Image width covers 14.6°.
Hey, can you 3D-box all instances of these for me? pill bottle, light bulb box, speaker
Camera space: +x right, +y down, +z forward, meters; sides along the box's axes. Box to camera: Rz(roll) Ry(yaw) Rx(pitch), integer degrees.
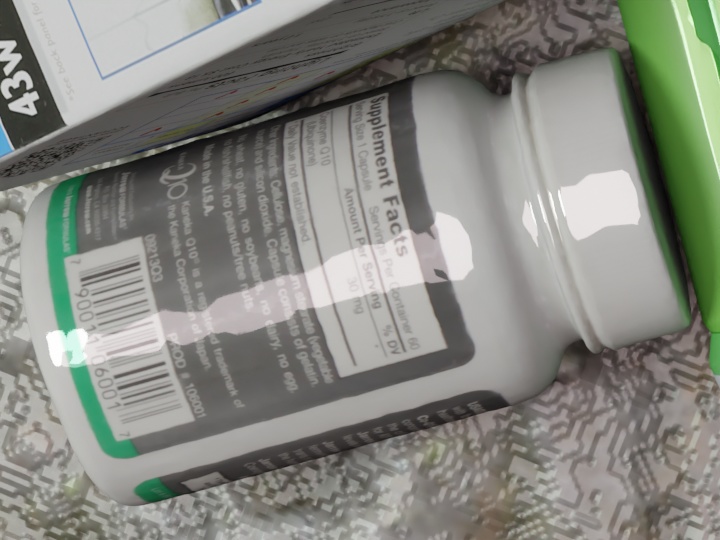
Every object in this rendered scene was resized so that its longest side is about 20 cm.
[{"bbox_3d":[0.000,0.000,0.918,0.200,0.113,0.113,-15,91,10],"label":"pill bottle"},{"bbox_3d":[-0.038,-0.118,0.842,0.200,0.198,0.125,-21,89,39],"label":"light bulb box"},{"bbox_3d":[0.133,-0.053,0.906,0.088,0.088,0.200,-15,91,10],"label":"speaker"}]
